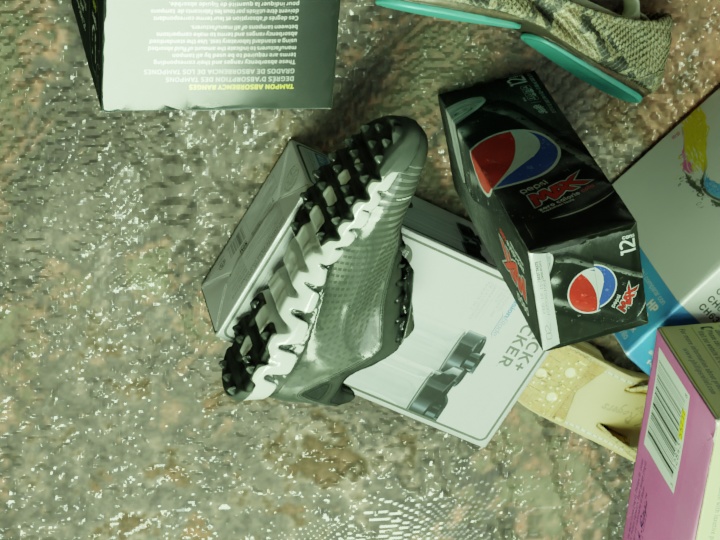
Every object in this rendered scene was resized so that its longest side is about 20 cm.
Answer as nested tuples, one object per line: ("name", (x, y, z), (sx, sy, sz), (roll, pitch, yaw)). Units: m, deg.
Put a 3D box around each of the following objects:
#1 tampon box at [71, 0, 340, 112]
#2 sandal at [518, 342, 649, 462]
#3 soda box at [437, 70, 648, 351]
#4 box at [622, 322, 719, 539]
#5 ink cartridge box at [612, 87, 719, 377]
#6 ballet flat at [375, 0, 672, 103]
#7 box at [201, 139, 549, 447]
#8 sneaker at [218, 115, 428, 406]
("tampon box", (-0.080, -0.202, 1.222), (0.126, 0.150, 0.201), (-1, 119, -13))
("sandal", (0.188, 0.103, 1.507), (0.211, 0.070, 0.078), (21, 112, -24))
("soda box", (0.101, -0.038, 1.329), (0.063, 0.200, 0.071), (-15, 121, -6))
("box", (0.267, 0.122, 1.354), (0.199, 0.097, 0.176), (-4, 123, -14))
("ink cartridge box", (0.253, -0.013, 1.414), (0.200, 0.145, 0.147), (-43, 120, 12))
("ballet flat", (0.098, -0.159, 1.349), (0.200, 0.068, 0.076), (18, 91, -28))
("box", (0.019, 0.016, 1.421), (0.200, 0.060, 0.117), (25, 110, -25))
("sneaker", (0.000, 0.000, 1.337), (0.090, 0.067, 0.200), (18, 117, -25))
